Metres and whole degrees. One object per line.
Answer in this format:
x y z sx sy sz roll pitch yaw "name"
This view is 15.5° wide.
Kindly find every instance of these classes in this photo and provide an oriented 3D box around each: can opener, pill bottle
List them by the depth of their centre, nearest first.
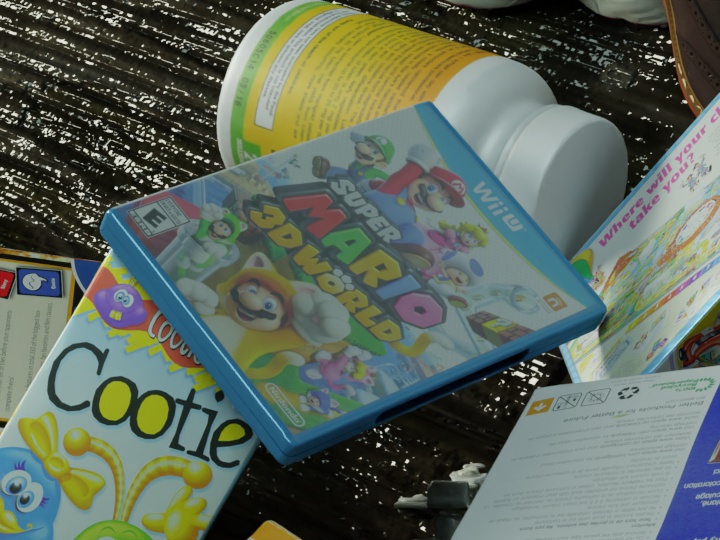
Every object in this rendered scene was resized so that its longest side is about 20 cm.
0.108 0.120 1.222 0.200 0.053 0.067 -4 84 22 "can opener"
0.033 -0.065 1.362 0.200 0.111 0.111 21 62 35 "pill bottle"

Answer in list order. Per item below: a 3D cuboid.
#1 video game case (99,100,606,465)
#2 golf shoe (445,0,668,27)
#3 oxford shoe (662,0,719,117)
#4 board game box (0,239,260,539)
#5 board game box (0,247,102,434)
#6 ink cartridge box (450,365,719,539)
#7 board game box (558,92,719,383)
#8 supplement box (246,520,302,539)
0.000 0.000 1.204 0.200 0.018 0.143 -21 62 -39 "video game case"
0.101 -0.191 1.460 0.200 0.092 0.075 8 56 30 "golf shoe"
0.191 -0.129 1.333 0.071 0.073 0.200 -25 78 -12 "oxford shoe"
-0.121 0.104 1.200 0.103 0.105 0.200 30 74 -2 "board game box"
-0.184 0.050 1.321 0.200 0.046 0.152 9 37 -7 "board game box"
0.132 0.106 1.077 0.198 0.047 0.200 -7 30 29 "ink cartridge box"
0.171 -0.020 1.231 0.200 0.034 0.134 -49 24 18 "board game box"
-0.065 0.225 1.142 0.074 0.126 0.200 29 66 37 "supplement box"
